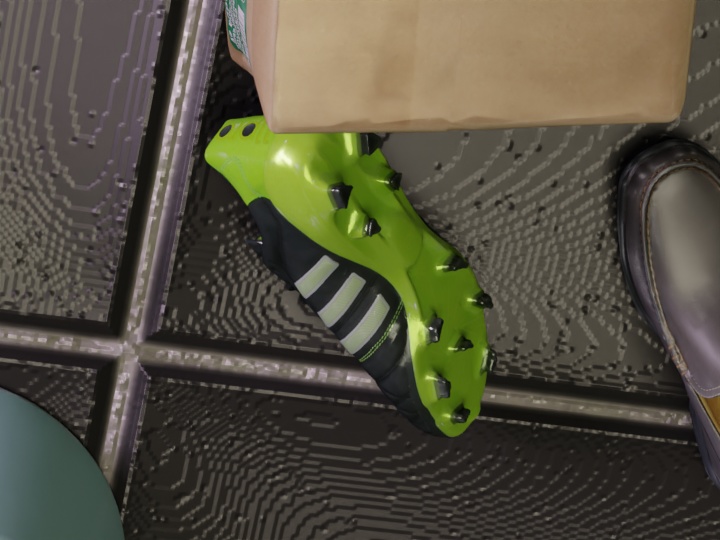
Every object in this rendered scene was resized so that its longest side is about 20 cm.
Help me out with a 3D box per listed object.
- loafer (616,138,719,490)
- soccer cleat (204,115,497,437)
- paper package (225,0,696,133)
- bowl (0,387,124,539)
[{"bbox_3d":[0.176,0.033,1.051,0.072,0.072,0.201,-26,114,1],"label":"loafer"},{"bbox_3d":[0.000,0.000,1.009,0.068,0.081,0.200,-58,138,-27],"label":"soccer cleat"},{"bbox_3d":[0.042,-0.167,0.925,0.189,0.104,0.201,-2,113,-11],"label":"paper package"},{"bbox_3d":[-0.198,0.158,1.006,0.199,0.105,0.202,-5,113,-11],"label":"bowl"}]
